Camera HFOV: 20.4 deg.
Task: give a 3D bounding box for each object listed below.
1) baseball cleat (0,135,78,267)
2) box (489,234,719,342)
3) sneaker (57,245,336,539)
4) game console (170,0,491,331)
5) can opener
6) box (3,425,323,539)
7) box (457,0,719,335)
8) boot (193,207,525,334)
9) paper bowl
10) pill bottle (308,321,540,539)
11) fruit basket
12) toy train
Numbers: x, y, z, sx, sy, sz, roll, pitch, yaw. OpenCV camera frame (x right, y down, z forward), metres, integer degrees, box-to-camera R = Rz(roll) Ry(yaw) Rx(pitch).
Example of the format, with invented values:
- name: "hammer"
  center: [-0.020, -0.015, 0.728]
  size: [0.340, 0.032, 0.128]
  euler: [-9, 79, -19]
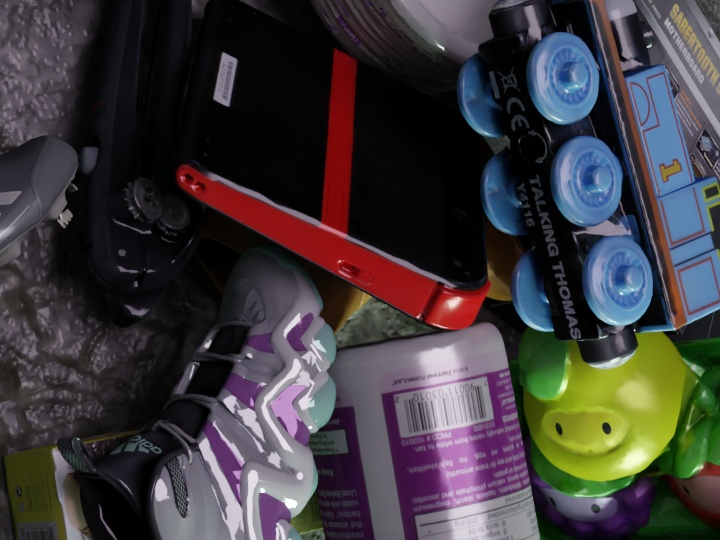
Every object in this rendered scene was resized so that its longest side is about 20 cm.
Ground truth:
- name: "baseball cleat"
  center: [-0.217, -0.026, 0.940]
  size: [0.200, 0.069, 0.107]
  euler: [-48, 113, -37]
- name: "box"
  center: [0.176, -0.037, 1.284]
  size: [0.141, 0.079, 0.201]
  euler: [32, 62, -29]
- name: "sneaker"
  center: [-0.086, 0.078, 0.965]
  size: [0.139, 0.077, 0.202]
  euler: [12, 73, -40]
- name: "game console"
  center: [-0.012, -0.059, 1.047]
  size: [0.176, 0.031, 0.201]
  euler: [24, 29, -13]
- name: "can opener"
  center: [-0.118, -0.074, 1.042]
  size: [0.063, 0.078, 0.202]
  euler: [16, 63, -35]
- name: "box"
  center: [-0.085, 0.113, 1.044]
  size: [0.199, 0.050, 0.076]
  euler: [-10, 90, -43]
- name: "box"
  center: [0.157, -0.086, 1.172]
  size: [0.200, 0.048, 0.159]
  euler: [51, 57, -32]
- name: "boot"
  center: [0.000, -0.001, 1.123]
  size: [0.201, 0.071, 0.145]
  euler: [38, 53, -17]
- name: "paper bowl"
  center: [0.038, -0.205, 1.174]
  size: [0.200, 0.104, 0.203]
  euler: [10, 75, -40]
- name: "pill bottle"
  center: [0.037, 0.134, 1.041]
  size: [0.112, 0.112, 0.202]
  euler: [-9, 89, -42]
- name: "fruit basket"
  center: [0.160, 0.100, 1.161]
  size: [0.214, 0.215, 0.157]
  euler: [4, 80, -41]
- name: "toy train"
  center: [0.124, -0.053, 1.049]
  size: [0.114, 0.086, 0.202]
  euler: [-21, 98, -35]
